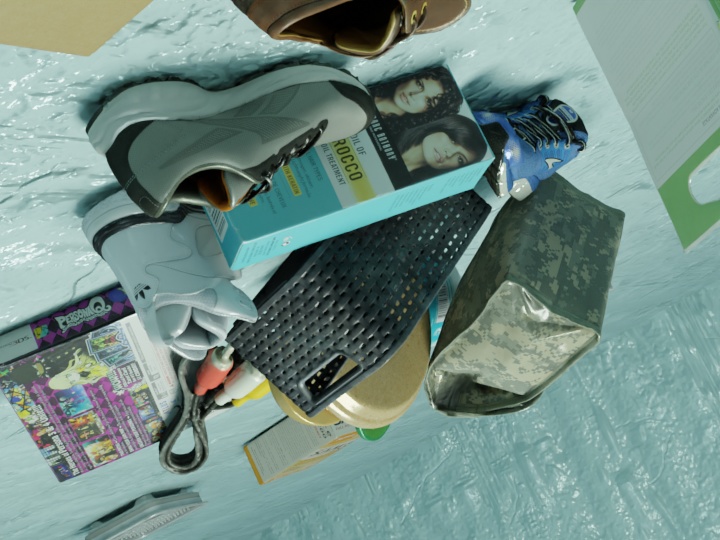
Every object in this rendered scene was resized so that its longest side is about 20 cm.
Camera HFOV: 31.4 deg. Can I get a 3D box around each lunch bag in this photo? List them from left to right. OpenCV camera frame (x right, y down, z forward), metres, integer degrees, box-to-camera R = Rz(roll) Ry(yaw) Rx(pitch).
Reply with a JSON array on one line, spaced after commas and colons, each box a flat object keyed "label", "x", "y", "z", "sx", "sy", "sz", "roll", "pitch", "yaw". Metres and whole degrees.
[{"label": "lunch bag", "x": 0.144, "y": 0.034, "z": 1.191, "sx": 0.200, "sy": 0.117, "sz": 0.164, "roll": -51, "pitch": -168, "yaw": 45}]

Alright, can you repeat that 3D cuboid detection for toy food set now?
[{"label": "toy food set", "x": -0.004, "y": 0.047, "z": 1.128, "sx": 0.048, "sy": 0.201, "sz": 0.197, "roll": -15, "pitch": 157, "yaw": 37}]

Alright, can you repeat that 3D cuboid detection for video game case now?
[{"label": "video game case", "x": -0.210, "y": 0.093, "z": 1.117, "sx": 0.180, "sy": 0.036, "sz": 0.200, "roll": -24, "pitch": 145, "yaw": -10}]

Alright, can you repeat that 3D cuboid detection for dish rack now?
[{"label": "dish rack", "x": -0.370, "y": 0.422, "z": 2.184, "sx": 0.171, "sy": 0.044, "sz": 0.200, "roll": -31, "pitch": 165, "yaw": 16}]

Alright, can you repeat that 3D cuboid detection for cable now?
[{"label": "cable", "x": -0.141, "y": 0.123, "z": 1.129, "sx": 0.097, "sy": 0.050, "sz": 0.200, "roll": 14, "pitch": 127, "yaw": -32}]

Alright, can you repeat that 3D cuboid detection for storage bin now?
[{"label": "storage bin", "x": 0.000, "y": 0.000, "z": 0.991, "sx": 0.135, "sy": 0.094, "sz": 0.200, "roll": -41, "pitch": -170, "yaw": 47}]

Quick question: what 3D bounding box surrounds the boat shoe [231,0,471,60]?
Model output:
[{"label": "boat shoe", "x": -0.001, "y": -0.143, "z": 0.683, "sx": 0.072, "sy": 0.068, "sz": 0.200, "roll": -34, "pitch": 164, "yaw": 32}]

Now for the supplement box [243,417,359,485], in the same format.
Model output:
[{"label": "supplement box", "x": -0.076, "y": 0.265, "z": 2.060, "sx": 0.126, "sy": 0.074, "sz": 0.200, "roll": -10, "pitch": 159, "yaw": -50}]

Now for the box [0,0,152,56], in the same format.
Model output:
[{"label": "box", "x": -0.109, "y": -0.159, "z": 0.527, "sx": 0.200, "sy": 0.021, "sz": 0.163, "roll": -33, "pitch": 165, "yaw": 29}]

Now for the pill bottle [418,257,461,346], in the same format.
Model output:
[{"label": "pill bottle", "x": 0.007, "y": 0.035, "z": 1.271, "sx": 0.111, "sy": 0.111, "sz": 0.199, "roll": -36, "pitch": 162, "yaw": 37}]

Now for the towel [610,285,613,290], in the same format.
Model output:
[{"label": "towel", "x": 0.308, "y": 0.081, "z": 2.157, "sx": 0.190, "sy": 0.032, "sz": 0.200, "roll": -17, "pitch": 163, "yaw": -32}]

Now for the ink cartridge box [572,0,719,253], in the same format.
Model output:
[{"label": "ink cartridge box", "x": 0.217, "y": -0.131, "z": 0.838, "sx": 0.048, "sy": 0.201, "sz": 0.146, "roll": -19, "pitch": 165, "yaw": -17}]

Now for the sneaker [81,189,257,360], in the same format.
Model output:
[{"label": "sneaker", "x": -0.104, "y": -0.001, "z": 0.926, "sx": 0.075, "sy": 0.115, "sz": 0.200, "roll": -34, "pitch": 164, "yaw": 32}]

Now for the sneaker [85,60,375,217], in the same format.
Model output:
[{"label": "sneaker", "x": -0.069, "y": -0.076, "z": 0.789, "sx": 0.199, "sy": 0.080, "sz": 0.074, "roll": -16, "pitch": 162, "yaw": -38}]

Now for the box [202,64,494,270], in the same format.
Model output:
[{"label": "box", "x": -0.013, "y": -0.074, "z": 0.891, "sx": 0.199, "sy": 0.083, "sz": 0.049, "roll": -20, "pitch": 165, "yaw": -22}]

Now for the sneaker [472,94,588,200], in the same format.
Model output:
[{"label": "sneaker", "x": 0.135, "y": -0.112, "z": 1.059, "sx": 0.089, "sy": 0.079, "sz": 0.200, "roll": -37, "pitch": 172, "yaw": 15}]
